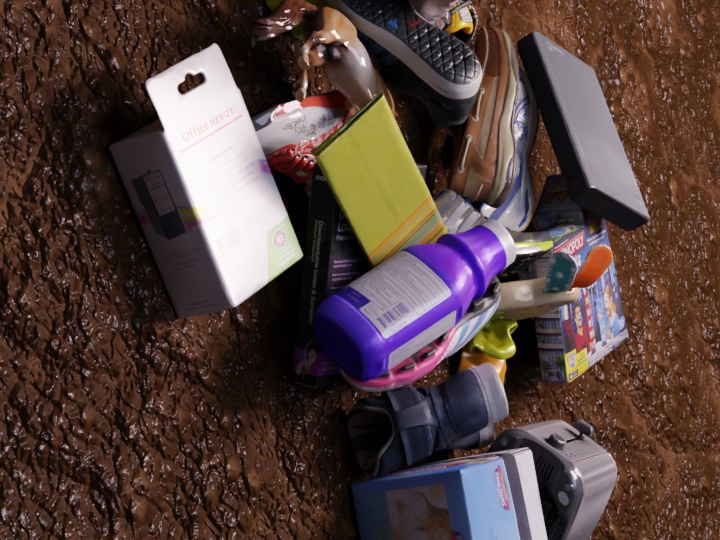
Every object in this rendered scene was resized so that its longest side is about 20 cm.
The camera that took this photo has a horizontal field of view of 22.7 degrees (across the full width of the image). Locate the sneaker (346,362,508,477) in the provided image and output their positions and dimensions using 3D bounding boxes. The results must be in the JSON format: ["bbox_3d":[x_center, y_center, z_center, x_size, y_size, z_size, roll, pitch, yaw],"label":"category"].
[{"bbox_3d":[0.057,0.148,1.717,0.203,0.145,0.078,96,-27,-74],"label":"sneaker"}]

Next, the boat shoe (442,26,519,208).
[{"bbox_3d":[0.120,-0.162,1.847,0.073,0.076,0.202,7,62,-8],"label":"boat shoe"}]

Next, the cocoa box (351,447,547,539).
[{"bbox_3d":[0.092,0.280,1.671,0.131,0.132,0.203,-6,85,-54],"label":"cocoa box"}]

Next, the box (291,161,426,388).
[{"bbox_3d":[0.000,0.000,1.657,0.142,0.036,0.203,-7,105,-54],"label":"box"}]

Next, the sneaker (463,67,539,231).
[{"bbox_3d":[0.141,-0.139,1.912,0.088,0.075,0.203,12,70,-51],"label":"sneaker"}]

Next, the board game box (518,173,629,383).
[{"bbox_3d":[0.223,0.001,1.954,0.200,0.061,0.202,-23,107,-61],"label":"board game box"}]

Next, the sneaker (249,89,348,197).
[{"bbox_3d":[-0.045,-0.103,1.652,0.201,0.067,0.109,-22,96,-57],"label":"sneaker"}]

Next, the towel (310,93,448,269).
[{"bbox_3d":[0.022,-0.061,1.607,0.086,0.018,0.201,-43,135,-16],"label":"towel"}]

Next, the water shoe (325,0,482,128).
[{"bbox_3d":[0.028,-0.208,1.677,0.071,0.079,0.200,-28,60,-32],"label":"water shoe"}]

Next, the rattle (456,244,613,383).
[{"bbox_3d":[0.168,0.066,1.781,0.130,0.198,0.145,27,59,-47],"label":"rattle"}]

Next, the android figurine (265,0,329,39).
[{"bbox_3d":[-0.040,-0.301,1.742,0.200,0.041,0.184,-41,113,-53],"label":"android figurine"}]

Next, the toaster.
[{"bbox_3d":[0.171,0.240,1.777,0.129,0.113,0.202,-12,130,-57],"label":"toaster"}]

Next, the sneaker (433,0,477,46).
[{"bbox_3d":[0.087,-0.274,1.818,0.077,0.082,0.202,-12,110,-39],"label":"sneaker"}]

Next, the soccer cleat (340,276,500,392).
[{"bbox_3d":[0.057,0.068,1.672,0.199,0.087,0.070,-33,68,-33],"label":"soccer cleat"}]

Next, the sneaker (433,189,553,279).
[{"bbox_3d":[0.107,-0.040,1.799,0.198,0.074,0.082,3,68,-29],"label":"sneaker"}]

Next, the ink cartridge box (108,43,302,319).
[{"bbox_3d":[-0.136,-0.076,1.518,0.117,0.067,0.202,-37,111,-51],"label":"ink cartridge box"}]

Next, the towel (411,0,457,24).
[{"bbox_3d":[0.047,-0.328,1.707,0.032,0.200,0.193,-13,88,-11],"label":"towel"}]

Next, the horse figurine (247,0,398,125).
[{"bbox_3d":[-0.019,-0.176,1.620,0.200,0.050,0.133,50,33,-28],"label":"horse figurine"}]

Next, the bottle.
[{"bbox_3d":[0.053,0.020,1.605,0.199,0.083,0.066,-33,146,-28],"label":"bottle"}]

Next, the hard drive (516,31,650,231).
[{"bbox_3d":[0.240,-0.150,1.946,0.139,0.033,0.202,21,45,-52],"label":"hard drive"}]
